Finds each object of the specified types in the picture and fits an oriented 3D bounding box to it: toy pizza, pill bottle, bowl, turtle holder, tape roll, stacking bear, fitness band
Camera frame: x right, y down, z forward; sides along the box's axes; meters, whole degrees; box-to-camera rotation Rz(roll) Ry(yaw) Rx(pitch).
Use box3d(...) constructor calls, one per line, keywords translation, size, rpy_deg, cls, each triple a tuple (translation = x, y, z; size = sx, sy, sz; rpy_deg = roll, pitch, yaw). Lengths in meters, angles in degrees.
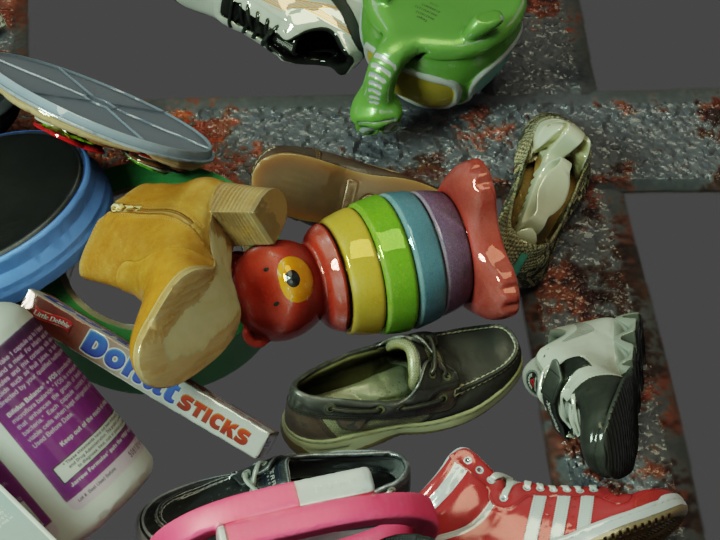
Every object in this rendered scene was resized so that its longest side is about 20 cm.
box3d(translation=(-0.210, -0.119, 1.542), size=(0.200, 0.032, 0.200), rpy_deg=(23, 11, -5), cls="toy pizza")
box3d(translation=(-0.244, 0.094, 1.344), size=(0.200, 0.112, 0.112), rpy_deg=(51, 57, -7), cls="pill bottle")
box3d(translation=(-0.290, -0.039, 1.502), size=(0.200, 0.039, 0.201), rpy_deg=(-14, 36, 10), cls="bowl")
box3d(translation=(0.067, -0.194, 1.653), size=(0.140, 0.132, 0.186), rpy_deg=(5, 51, -2), cls="turtle holder")
box3d(translation=(-0.161, 0.003, 1.522), size=(0.200, 0.048, 0.201), rpy_deg=(2, 50, -3), cls="tape roll")
box3d(translation=(0.000, 0.000, 1.460), size=(0.199, 0.114, 0.122), rpy_deg=(-13, 88, -16), cls="stacking bear")
box3d(translation=(-0.045, 0.185, 1.316), size=(0.199, 0.144, 0.038), rpy_deg=(-10, 63, -10), cls="fitness band")

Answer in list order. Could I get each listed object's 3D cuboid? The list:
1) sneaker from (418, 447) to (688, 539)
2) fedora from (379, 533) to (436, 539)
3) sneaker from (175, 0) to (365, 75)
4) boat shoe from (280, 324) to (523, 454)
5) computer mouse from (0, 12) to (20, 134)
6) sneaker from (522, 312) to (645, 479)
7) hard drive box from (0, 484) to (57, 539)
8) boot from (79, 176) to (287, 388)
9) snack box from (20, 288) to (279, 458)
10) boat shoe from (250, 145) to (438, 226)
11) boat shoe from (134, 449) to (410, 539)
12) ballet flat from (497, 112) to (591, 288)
box3d(translation=(0.126, 0.169, 1.392), size=(0.199, 0.071, 0.113), rpy_deg=(-18, 57, -16), cls="sneaker")
box3d(translation=(0.055, 0.270, 1.273), size=(0.091, 0.201, 0.201), rpy_deg=(16, 38, -40), cls="fedora")
box3d(translation=(-0.079, -0.228, 1.708), size=(0.199, 0.074, 0.080), rpy_deg=(14, 52, 8), cls="sneaker")
box3d(translation=(0.035, 0.081, 1.461), size=(0.200, 0.066, 0.072), rpy_deg=(-18, 54, -19), cls="boat shoe")
box3d(translation=(-0.338, -0.154, 1.636), size=(0.138, 0.053, 0.200), rpy_deg=(-21, 39, -18), cls="computer mouse")
box3d(translation=(0.162, 0.095, 1.442), size=(0.088, 0.074, 0.200), rpy_deg=(-2, 21, 11), cls="sneaker")
box3d(translation=(-0.263, 0.194, 1.280), size=(0.077, 0.156, 0.200), rpy_deg=(-37, 62, -26), cls="hard drive box")
box3d(translation=(-0.150, 0.008, 1.406), size=(0.144, 0.071, 0.201), rpy_deg=(-1, 41, 35), cls="boot")
box3d(translation=(-0.151, 0.075, 1.402), size=(0.200, 0.072, 0.024), rpy_deg=(31, 89, 5), cls="snack box")
box3d(translation=(0.009, -0.052, 1.568), size=(0.199, 0.071, 0.070), rpy_deg=(23, 7, -2), cls="boat shoe")
box3d(translation=(-0.061, 0.162, 1.383), size=(0.199, 0.068, 0.072), rpy_deg=(-4, 50, -9), cls="boat shoe")
box3d(translation=(0.155, -0.073, 1.594), size=(0.068, 0.075, 0.200), rpy_deg=(24, 50, -3), cls="ballet flat")
